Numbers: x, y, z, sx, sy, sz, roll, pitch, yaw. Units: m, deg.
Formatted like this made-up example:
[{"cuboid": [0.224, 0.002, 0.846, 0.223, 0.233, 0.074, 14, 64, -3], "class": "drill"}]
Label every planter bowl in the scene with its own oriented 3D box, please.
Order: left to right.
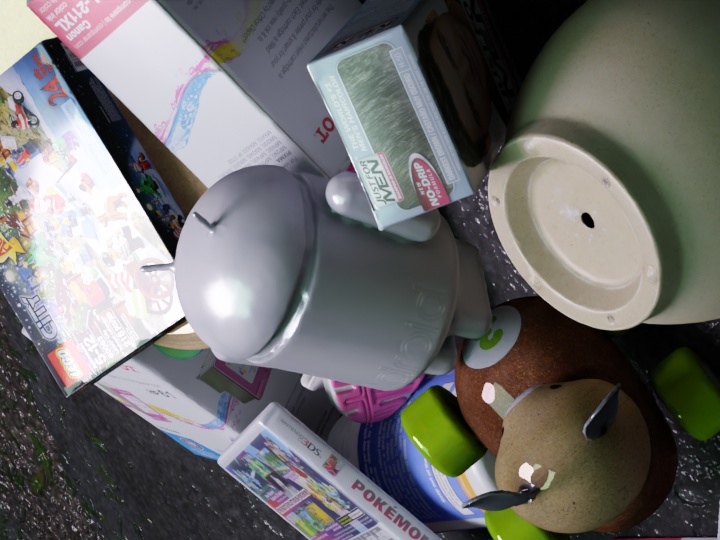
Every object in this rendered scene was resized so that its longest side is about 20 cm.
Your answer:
[{"cuboid": [0.155, -0.050, 1.212, 0.200, 0.135, 0.201, 33, 143, 29], "class": "planter bowl"}]

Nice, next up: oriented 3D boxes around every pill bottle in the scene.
[{"cuboid": [0.061, 0.121, 1.511, 0.200, 0.112, 0.112, -14, 108, 56], "class": "pill bottle"}]

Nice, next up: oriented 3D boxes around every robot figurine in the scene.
[{"cuboid": [-0.022, 0.004, 1.291, 0.170, 0.199, 0.113, -53, 35, 39], "class": "robot figurine"}]

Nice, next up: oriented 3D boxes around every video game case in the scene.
[{"cuboid": [-0.011, 0.168, 1.531, 0.182, 0.023, 0.200, 40, 164, -1], "class": "video game case"}]

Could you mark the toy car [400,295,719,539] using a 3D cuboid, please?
[{"cuboid": [0.110, 0.090, 1.288, 0.158, 0.164, 0.200, 50, -169, 6], "class": "toy car"}]

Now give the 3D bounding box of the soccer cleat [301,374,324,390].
[{"cuboid": [-0.053, -0.010, 1.549, 0.200, 0.085, 0.069, 58, 169, -11], "class": "soccer cleat"}]

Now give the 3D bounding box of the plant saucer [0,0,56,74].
[{"cuboid": [-0.202, -0.151, 1.530, 0.199, 0.048, 0.201, 0, 113, 21], "class": "plant saucer"}]

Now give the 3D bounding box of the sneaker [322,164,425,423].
[{"cuboid": [0.000, 0.000, 1.485, 0.088, 0.081, 0.201, -178, 88, -67], "class": "sneaker"}]

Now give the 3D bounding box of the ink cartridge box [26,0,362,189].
[{"cuboid": [-0.082, -0.145, 1.364, 0.200, 0.146, 0.083, 46, 131, -13], "class": "ink cartridge box"}]

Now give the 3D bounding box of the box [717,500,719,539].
[{"cuboid": [0.277, 0.119, 1.229, 0.132, 0.115, 0.201, 29, 140, 33], "class": "box"}]

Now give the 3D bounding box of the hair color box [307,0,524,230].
[{"cuboid": [0.037, -0.107, 1.251, 0.060, 0.200, 0.099, -20, 104, 20], "class": "hair color box"}]

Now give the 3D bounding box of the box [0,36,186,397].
[{"cuboid": [-0.192, -0.035, 1.474, 0.136, 0.038, 0.200, -34, 87, 31], "class": "box"}]

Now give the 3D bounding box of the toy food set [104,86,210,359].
[{"cuboid": [-0.122, -0.038, 1.486, 0.197, 0.049, 0.201, 28, 115, 19], "class": "toy food set"}]

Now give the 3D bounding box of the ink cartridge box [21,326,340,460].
[{"cuboid": [-0.130, 0.067, 1.654, 0.144, 0.085, 0.200, 8, 154, 49], "class": "ink cartridge box"}]

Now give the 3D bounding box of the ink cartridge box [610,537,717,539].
[{"cuboid": [0.228, 0.281, 1.472, 0.146, 0.083, 0.201, -11, 111, 55], "class": "ink cartridge box"}]
